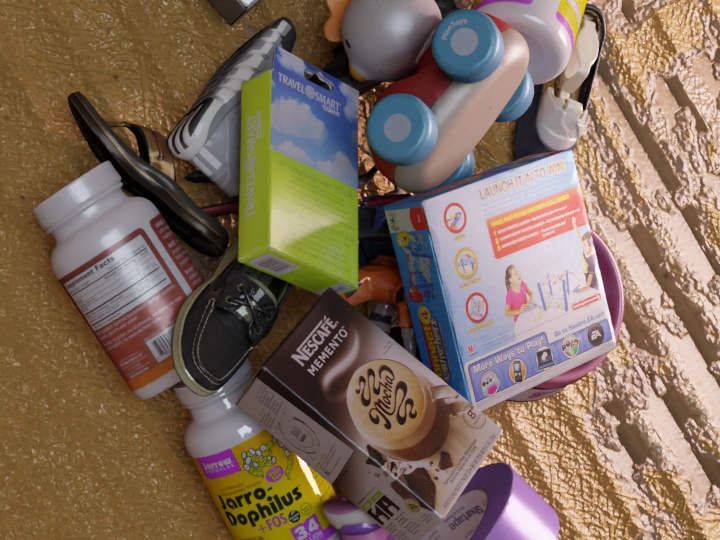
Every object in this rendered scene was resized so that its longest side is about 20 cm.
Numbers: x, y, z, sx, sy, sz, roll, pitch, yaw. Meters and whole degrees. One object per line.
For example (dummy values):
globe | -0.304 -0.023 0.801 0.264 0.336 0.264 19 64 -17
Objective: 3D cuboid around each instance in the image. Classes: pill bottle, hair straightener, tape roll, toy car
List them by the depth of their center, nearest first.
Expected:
pill bottle | -0.210 0.007 1.480 0.112 0.112 0.201 -34 96 -17
toy car | 0.035 -0.191 1.496 0.200 0.184 0.177 40 95 18
pill bottle | -0.096 0.177 1.497 0.104 0.104 0.201 -30 102 -18
tape roll | 0.091 0.274 1.509 0.066 0.200 0.200 45 74 -10
hair straightener | -0.073 -0.102 1.568 0.199 0.041 0.078 -10 88 -13
pill bottle | 0.177 -0.290 1.610 0.104 0.104 0.201 29 58 -14

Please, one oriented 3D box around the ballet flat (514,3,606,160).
ballet flat | 0.207 -0.183 1.653 0.073 0.073 0.201 20 80 -15

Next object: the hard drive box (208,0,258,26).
hard drive box | -0.130 -0.364 1.554 0.156 0.077 0.200 -44 99 -16

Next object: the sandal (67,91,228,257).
sandal | -0.190 -0.096 1.501 0.200 0.082 0.055 41 74 3

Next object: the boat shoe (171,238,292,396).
boat shoe | -0.105 0.028 1.442 0.072 0.066 0.201 48 37 -18

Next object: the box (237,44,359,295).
box | -0.054 -0.088 1.470 0.122 0.047 0.201 24 57 -43

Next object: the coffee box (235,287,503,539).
coffee box | 0.007 0.128 1.412 0.200 0.080 0.113 39 54 1

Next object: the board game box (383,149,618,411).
board game box | 0.132 0.008 1.493 0.199 0.056 0.197 -20 99 -37

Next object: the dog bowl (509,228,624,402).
dog bowl | 0.175 0.030 1.612 0.199 0.074 0.202 2 84 -24

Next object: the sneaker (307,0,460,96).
sneaker | 0.004 -0.237 1.590 0.199 0.076 0.115 -35 95 -20

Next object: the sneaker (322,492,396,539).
sneaker | 0.031 0.231 1.516 0.080 0.200 0.089 -14 94 25

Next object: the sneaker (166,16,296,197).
sneaker | -0.094 -0.143 1.538 0.116 0.075 0.200 46 53 -16

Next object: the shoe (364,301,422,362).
shoe | 0.046 0.077 1.586 0.069 0.053 0.202 -1 84 -19

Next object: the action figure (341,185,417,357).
action figure | 0.000 0.000 1.548 0.105 0.199 0.194 65 38 -47
